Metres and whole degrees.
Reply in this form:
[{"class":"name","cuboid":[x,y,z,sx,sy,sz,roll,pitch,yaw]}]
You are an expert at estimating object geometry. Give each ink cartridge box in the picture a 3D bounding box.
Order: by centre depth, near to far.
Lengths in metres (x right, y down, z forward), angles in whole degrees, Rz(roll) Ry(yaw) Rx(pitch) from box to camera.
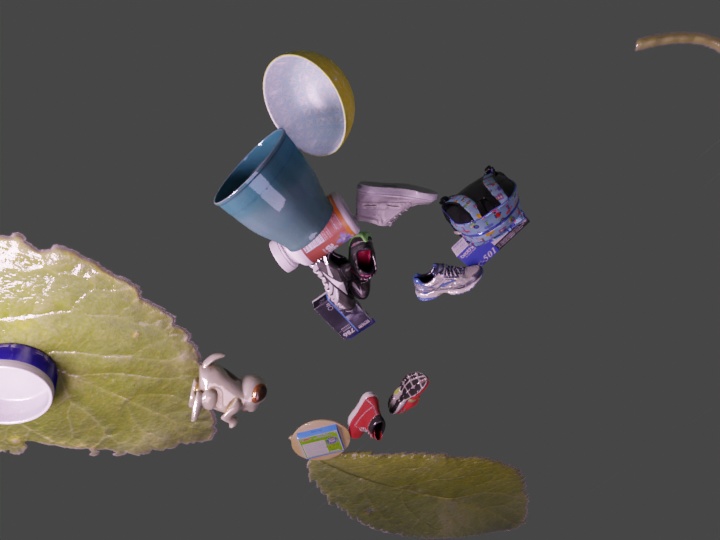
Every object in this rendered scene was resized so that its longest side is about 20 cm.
[{"class":"ink cartridge box","cuboid":[0.349,-0.096,1.390,0.094,0.044,0.200,33,111,-33]},{"class":"ink cartridge box","cuboid":[-0.038,0.125,1.433,0.099,0.039,0.200,-35,129,8]}]

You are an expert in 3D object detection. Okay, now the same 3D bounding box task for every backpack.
[{"class":"backpack","cuboid":[0.301,-0.139,1.227,0.181,0.200,0.135,-33,110,8]}]

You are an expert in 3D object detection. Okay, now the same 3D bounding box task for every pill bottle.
[{"class":"pill bottle","cuboid":[-0.108,-0.084,1.202,0.198,0.113,0.112,-33,129,8]}]

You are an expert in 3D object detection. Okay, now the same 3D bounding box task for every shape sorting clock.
[{"class":"shape sorting clock","cuboid":[-0.133,0.567,1.734,0.196,0.040,0.202,-5,128,-6]}]

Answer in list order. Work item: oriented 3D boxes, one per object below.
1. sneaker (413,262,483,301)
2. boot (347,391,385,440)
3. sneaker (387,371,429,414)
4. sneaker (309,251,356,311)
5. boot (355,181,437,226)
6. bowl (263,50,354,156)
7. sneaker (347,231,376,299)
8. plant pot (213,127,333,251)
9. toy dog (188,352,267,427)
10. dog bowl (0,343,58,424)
[{"class":"sneaker","cuboid":[0.232,0.019,1.400,0.197,0.078,0.086,-19,119,19]},{"class":"boot","cuboid":[0.019,0.515,1.679,0.071,0.145,0.202,6,125,-24]},{"class":"sneaker","cuboid":[0.167,0.401,1.696,0.084,0.078,0.201,13,131,-32]},{"class":"sneaker","cuboid":[-0.053,0.016,1.291,0.089,0.067,0.201,-23,114,23]},{"class":"boot","cuboid":[0.083,-0.154,1.232,0.196,0.074,0.097,4,111,-10]},{"class":"bowl","cuboid":[-0.080,-0.338,1.007,0.108,0.198,0.202,-48,141,-35]},{"class":"sneaker","cuboid":[0.000,0.000,1.320,0.075,0.084,0.203,-9,128,-11]},{"class":"plant pot","cuboid":[-0.161,-0.148,1.056,0.199,0.201,0.188,-40,116,14]},{"class":"toy dog","cuboid":[-0.359,0.331,1.437,0.197,0.139,0.198,13,85,-25]},{"class":"dog bowl","cuboid":[-0.847,0.275,1.249,0.196,0.079,0.203,-9,128,-11]}]
